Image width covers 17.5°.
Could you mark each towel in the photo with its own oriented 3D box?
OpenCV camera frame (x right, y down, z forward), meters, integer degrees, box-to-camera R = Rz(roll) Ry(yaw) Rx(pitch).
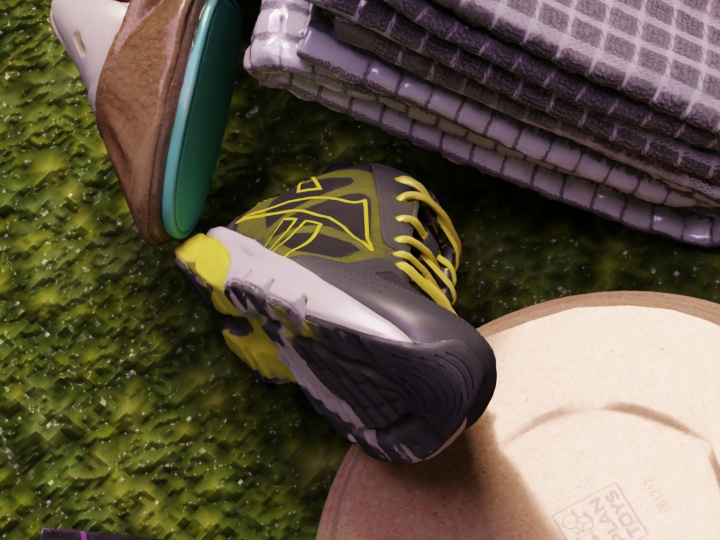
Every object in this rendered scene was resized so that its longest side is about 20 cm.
[{"bbox_3d":[0.075,-0.119,0.825,0.200,0.086,0.166,22,63,-9],"label":"towel"}]

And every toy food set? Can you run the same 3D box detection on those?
[{"bbox_3d":[0.083,0.093,0.752,0.198,0.049,0.200,-41,55,-11],"label":"toy food set"}]

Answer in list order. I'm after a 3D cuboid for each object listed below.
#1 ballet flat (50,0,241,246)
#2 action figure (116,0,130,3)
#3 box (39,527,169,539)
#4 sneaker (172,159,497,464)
[{"bbox_3d":[-0.070,-0.111,0.846,0.072,0.068,0.200,15,87,10],"label":"ballet flat"},{"bbox_3d":[-0.043,-0.165,0.936,0.149,0.134,0.200,20,60,11],"label":"action figure"},{"bbox_3d":[-0.020,0.158,0.707,0.200,0.036,0.143,2,78,29],"label":"box"},{"bbox_3d":[0.000,0.000,0.781,0.085,0.075,0.200,-40,24,-11],"label":"sneaker"}]
